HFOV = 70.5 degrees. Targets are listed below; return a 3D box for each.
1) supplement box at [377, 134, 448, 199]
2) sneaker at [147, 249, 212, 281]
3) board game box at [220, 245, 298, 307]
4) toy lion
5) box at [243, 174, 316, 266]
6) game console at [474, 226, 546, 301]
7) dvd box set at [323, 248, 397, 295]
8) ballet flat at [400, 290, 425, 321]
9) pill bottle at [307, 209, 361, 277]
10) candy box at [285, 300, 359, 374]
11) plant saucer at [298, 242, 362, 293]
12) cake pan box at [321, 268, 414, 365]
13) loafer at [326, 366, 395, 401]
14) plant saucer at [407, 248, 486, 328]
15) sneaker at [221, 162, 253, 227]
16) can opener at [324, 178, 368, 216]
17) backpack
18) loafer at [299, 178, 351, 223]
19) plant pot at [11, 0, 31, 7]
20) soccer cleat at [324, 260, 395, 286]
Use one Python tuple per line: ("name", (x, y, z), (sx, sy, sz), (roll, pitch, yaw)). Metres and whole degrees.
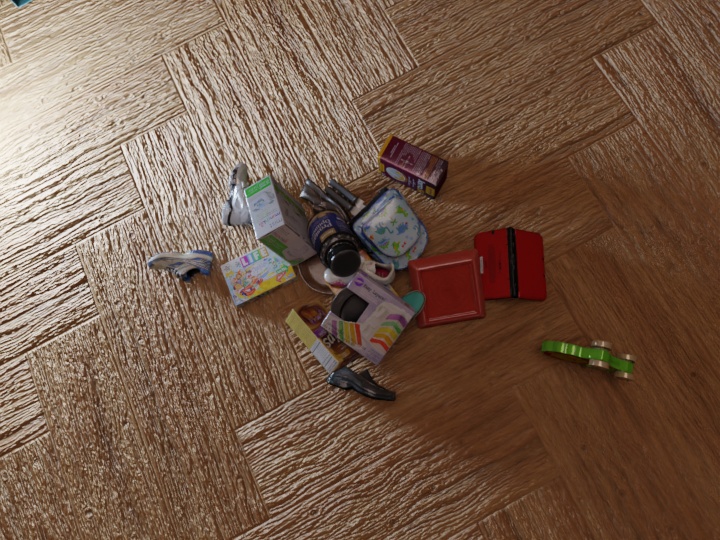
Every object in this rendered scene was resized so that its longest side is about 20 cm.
("supplement box", (0.155, -0.307, 1.523), (0.198, 0.110, 0.086), (28, 80, 11))
("sneaker", (-0.543, -0.010, 1.529), (0.197, 0.077, 0.087), (-5, 79, 4))
("board game box", (-0.302, 0.006, 1.523), (0.198, 0.034, 0.136), (-26, 75, -2))
("toy lion", (0.584, 0.226, 1.333), (0.198, 0.191, 0.070), (23, 75, -31))
("box", (-0.221, -0.138, 1.444), (0.096, 0.200, 0.178), (-26, 63, 11))
("game console", (0.430, -0.011, 1.472), (0.171, 0.118, 0.203), (-9, 72, 35))
("dvd box set", (0.010, 0.061, 1.457), (0.146, 0.029, 0.201), (-37, 89, -9))
("ballet flat", (0.111, 0.136, 1.427), (0.069, 0.071, 0.200), (44, 98, 22))
("pill bottle", (-0.069, -0.072, 1.378), (0.111, 0.113, 0.201), (-28, 40, -2))
("candy box", (-0.100, 0.180, 1.409), (0.200, 0.116, 0.057), (47, 122, 17))
("plant saucer", (-0.085, -0.027, 1.512), (0.197, 0.037, 0.203), (-1, 75, 5))
("cake pan box", (0.017, 0.123, 1.364), (0.199, 0.052, 0.185), (36, 101, -2))
("loafer", (0.007, 0.305, 1.403), (0.197, 0.073, 0.073), (17, 73, 8))
("plant saucer", (0.244, 0.056, 1.419), (0.197, 0.037, 0.203), (-10, 100, 4))
("sneaker", (-0.349, -0.228, 1.568), (0.113, 0.075, 0.203), (11, 82, 7))
("can opener", (-0.025, -0.203, 1.545), (0.199, 0.066, 0.053), (39, 102, 18))
("backpack", (0.090, -0.107, 1.440), (0.183, 0.147, 0.200), (-43, 105, -1))
("loafer", (-0.107, -0.190, 1.544), (0.200, 0.073, 0.071), (43, 93, 18))
("plant pot", (-1.251, -1.095, 1.835), (0.140, 0.142, 0.201), (-32, 68, -4))
("soccer cleat", (0.000, 0.000, 1.398), (0.197, 0.087, 0.071), (1, 61, -9))
